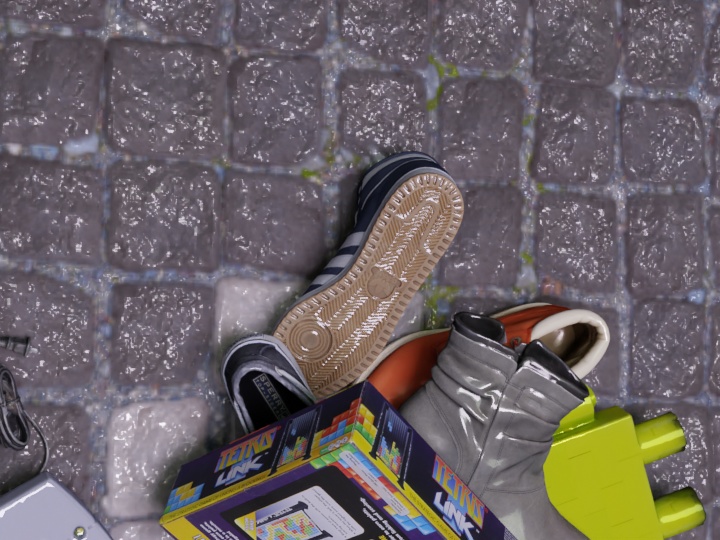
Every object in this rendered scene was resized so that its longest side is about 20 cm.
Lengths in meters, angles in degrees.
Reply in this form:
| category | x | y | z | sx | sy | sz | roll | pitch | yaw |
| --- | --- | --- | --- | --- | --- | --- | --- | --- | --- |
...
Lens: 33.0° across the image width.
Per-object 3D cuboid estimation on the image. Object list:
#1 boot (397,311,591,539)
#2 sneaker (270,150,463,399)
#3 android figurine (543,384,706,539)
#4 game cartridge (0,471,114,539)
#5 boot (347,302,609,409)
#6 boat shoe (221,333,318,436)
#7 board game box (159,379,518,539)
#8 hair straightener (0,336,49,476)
| category | x | y | z | sx | sy | sz | roll | pitch | yaw |
| --- | --- | --- | --- | --- | --- | --- | --- | --- | --- |
| boot | 0.115 | 0.126 | 0.822 | 0.199 | 0.068 | 0.131 | 35 | 107 | -11 |
| sneaker | 0.000 | 0.000 | 0.879 | 0.070 | 0.109 | 0.201 | 35 | 106 | -15 |
| android figurine | 0.154 | 0.180 | 0.905 | 0.197 | 0.041 | 0.184 | -20 | 101 | -4 |
| game cartridge | -0.200 | 0.240 | 0.786 | 0.132 | 0.041 | 0.202 | -27 | 104 | -15 |
| boot | 0.084 | 0.072 | 0.875 | 0.198 | 0.107 | 0.076 | -23 | 95 | -17 |
| boat shoe | -0.029 | 0.135 | 0.833 | 0.071 | 0.068 | 0.202 | -30 | 108 | 0 |
| board game box | -0.002 | 0.179 | 0.784 | 0.200 | 0.164 | 0.057 | 49 | 34 | -24 |
| hair straightener | -0.247 | 0.068 | 0.796 | 0.076 | 0.041 | 0.203 | -16 | 91 | -19 |
